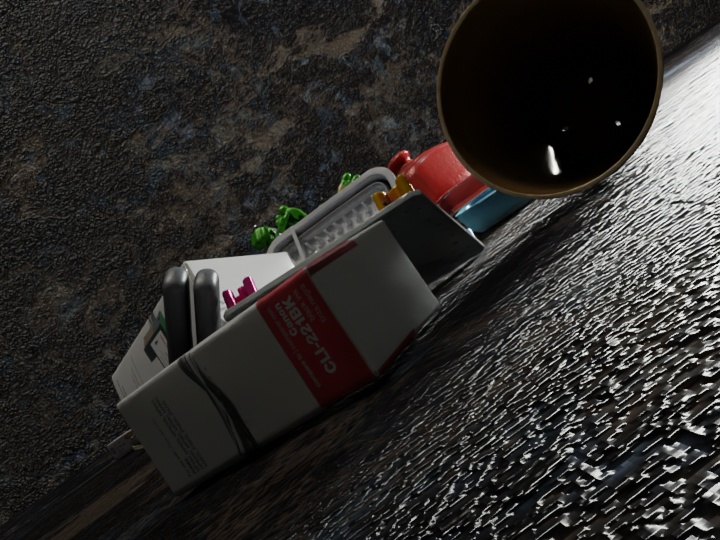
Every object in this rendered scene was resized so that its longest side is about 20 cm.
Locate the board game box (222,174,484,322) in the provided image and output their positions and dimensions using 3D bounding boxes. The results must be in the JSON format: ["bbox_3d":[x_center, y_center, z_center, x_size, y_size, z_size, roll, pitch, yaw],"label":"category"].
[{"bbox_3d":[0.000,0.000,0.682,0.199,0.026,0.200,-32,-22,16],"label":"board game box"}]

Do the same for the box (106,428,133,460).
[{"bbox_3d":[-0.459,0.341,1.544,0.199,0.042,0.039,-33,2,35],"label":"box"}]

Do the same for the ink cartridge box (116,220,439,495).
[{"bbox_3d":[-0.058,0.062,0.545,0.199,0.084,0.144,-35,0,27],"label":"ink cartridge box"}]

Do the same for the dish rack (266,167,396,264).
[{"bbox_3d":[-0.012,-0.008,0.872,0.199,0.173,0.043,-35,-36,17],"label":"dish rack"}]

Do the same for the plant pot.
[{"bbox_3d":[0.193,-0.157,0.684,0.186,0.188,0.199,-34,-13,26],"label":"plant pot"}]

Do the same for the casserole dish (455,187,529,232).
[{"bbox_3d":[0.188,-0.096,0.983,0.121,0.039,0.200,-35,1,14],"label":"casserole dish"}]

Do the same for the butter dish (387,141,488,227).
[{"bbox_3d":[0.103,-0.126,1.152,0.199,0.148,0.200,-36,-15,-36],"label":"butter dish"}]

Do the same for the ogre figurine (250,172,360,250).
[{"bbox_3d":[-0.042,-0.054,1.004,0.199,0.098,0.120,-38,-22,-10],"label":"ogre figurine"}]

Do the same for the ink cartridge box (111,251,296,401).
[{"bbox_3d":[-0.155,0.077,0.794,0.145,0.085,0.200,-8,-35,-49],"label":"ink cartridge box"}]

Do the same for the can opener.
[{"bbox_3d":[-0.149,0.091,0.669,0.052,0.202,0.067,2,31,-6],"label":"can opener"}]

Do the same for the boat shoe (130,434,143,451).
[{"bbox_3d":[-0.338,0.248,1.273,0.200,0.066,0.072,-34,2,35],"label":"boat shoe"}]
